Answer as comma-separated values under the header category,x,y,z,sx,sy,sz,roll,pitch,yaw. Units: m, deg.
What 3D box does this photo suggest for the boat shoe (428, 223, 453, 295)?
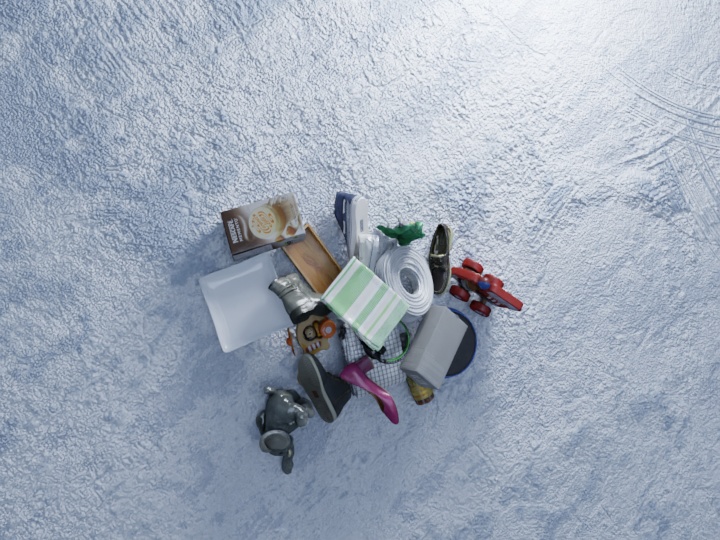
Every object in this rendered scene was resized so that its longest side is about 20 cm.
category,x,y,z,sx,sy,sz,roll,pitch,yaw
boat shoe,0.222,-0.034,1.717,0.064,0.071,0.208,20,72,-59

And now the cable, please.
category,x,y,z,sx,sy,sz,roll,pitch,yaw
cable,0.122,0.036,1.649,0.202,0.068,0.201,52,46,-11

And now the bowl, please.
category,x,y,z,sx,sy,sz,roll,pitch,yaw
bowl,0.252,0.212,1.753,0.193,0.039,0.209,0,90,-18

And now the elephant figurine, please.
category,x,y,z,sx,sy,sz,roll,pitch,yaw
elephant figurine,-0.214,0.420,1.563,0.153,0.141,0.204,34,97,14

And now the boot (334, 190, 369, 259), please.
category,x,y,z,sx,sy,sz,roll,pitch,yaw
boot,-0.026,-0.115,1.650,0.072,0.089,0.207,-22,124,-42

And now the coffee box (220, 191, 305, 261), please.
category,x,y,z,sx,sy,sz,roll,pitch,yaw
coffee box,-0.249,-0.112,1.546,0.194,0.080,0.118,-18,83,-11

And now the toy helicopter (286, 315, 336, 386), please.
category,x,y,z,sx,sy,sz,roll,pitch,yaw
toy helicopter,-0.145,0.211,1.607,0.128,0.079,0.208,4,101,-24

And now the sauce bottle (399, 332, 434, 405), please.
category,x,y,z,sx,sy,sz,roll,pitch,yaw
sauce bottle,0.148,0.278,1.707,0.065,0.066,0.205,-25,96,-16

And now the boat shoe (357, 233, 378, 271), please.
category,x,y,z,sx,sy,sz,roll,pitch,yaw
boat shoe,0.000,0.000,1.625,0.067,0.071,0.207,7,110,-10

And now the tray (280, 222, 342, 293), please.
category,x,y,z,sx,sy,sz,roll,pitch,yaw
tray,-0.120,-0.016,1.631,0.098,0.037,0.202,-39,101,-14

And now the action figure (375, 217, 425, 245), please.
category,x,y,z,sx,sy,sz,roll,pitch,yaw
action figure,0.125,-0.109,1.625,0.115,0.199,0.056,21,84,-17

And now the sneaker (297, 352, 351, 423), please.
category,x,y,z,sx,sy,sz,roll,pitch,yaw
sneaker,-0.095,0.291,1.605,0.106,0.073,0.206,-41,117,-48

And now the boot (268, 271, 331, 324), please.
category,x,y,z,sx,sy,sz,roll,pitch,yaw
boot,-0.138,0.054,1.562,0.197,0.068,0.132,-12,60,-49

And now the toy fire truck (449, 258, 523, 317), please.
category,x,y,z,sx,sy,sz,roll,pitch,yaw
toy fire truck,0.354,0.050,1.718,0.197,0.167,0.114,33,81,-15

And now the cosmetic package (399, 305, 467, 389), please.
category,x,y,z,sx,sy,sz,roll,pitch,yaw
cosmetic package,0.202,0.209,1.651,0.106,0.089,0.204,40,67,-25

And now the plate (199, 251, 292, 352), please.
category,x,y,z,sx,sy,sz,roll,pitch,yaw
plate,-0.294,0.082,1.556,0.194,0.032,0.206,-21,85,-11

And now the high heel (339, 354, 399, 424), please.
category,x,y,z,sx,sy,sz,roll,pitch,yaw
high heel,0.024,0.332,1.582,0.095,0.067,0.204,-29,85,-22

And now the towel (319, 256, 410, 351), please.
category,x,y,z,sx,sy,sz,roll,pitch,yaw
towel,0.012,0.084,1.533,0.199,0.023,0.154,41,73,-3

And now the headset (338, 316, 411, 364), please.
category,x,y,z,sx,sy,sz,roll,pitch,yaw
headset,0.039,0.172,1.567,0.193,0.094,0.128,12,89,0

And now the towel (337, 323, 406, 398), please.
category,x,y,z,sx,sy,sz,roll,pitch,yaw
towel,0.029,0.227,1.659,0.160,0.085,0.207,-14,96,-16
